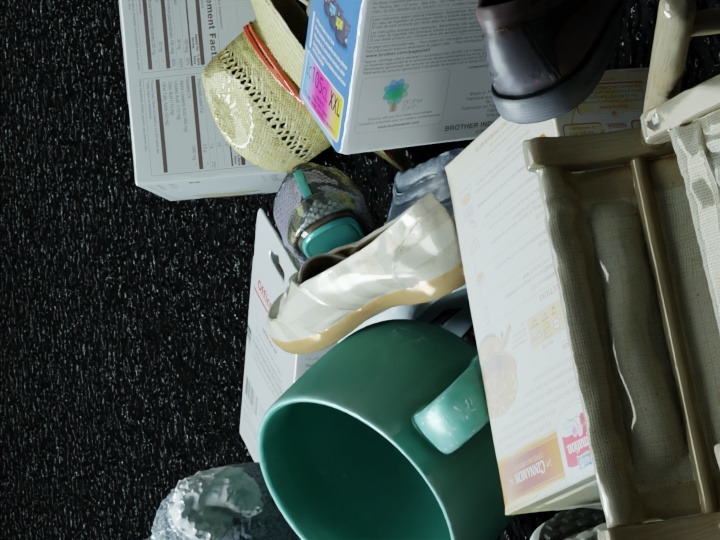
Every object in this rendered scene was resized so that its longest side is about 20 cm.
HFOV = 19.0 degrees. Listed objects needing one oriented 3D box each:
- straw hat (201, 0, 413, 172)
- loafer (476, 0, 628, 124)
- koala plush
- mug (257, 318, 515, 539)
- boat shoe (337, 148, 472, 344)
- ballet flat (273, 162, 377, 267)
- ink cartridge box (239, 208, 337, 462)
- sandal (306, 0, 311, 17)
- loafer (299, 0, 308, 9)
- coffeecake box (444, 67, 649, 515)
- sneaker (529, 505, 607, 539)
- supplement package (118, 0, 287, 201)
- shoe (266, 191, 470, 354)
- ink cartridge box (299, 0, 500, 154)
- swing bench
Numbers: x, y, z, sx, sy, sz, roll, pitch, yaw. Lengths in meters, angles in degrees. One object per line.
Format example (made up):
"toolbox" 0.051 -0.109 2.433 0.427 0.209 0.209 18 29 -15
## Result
"straw hat" -0.054 -0.114 1.408 0.202 0.085 0.201 52 -172 -11
"loafer" 0.100 -0.154 1.036 0.063 0.071 0.201 60 -145 -32
"koala plush" -0.054 0.176 1.466 0.177 0.198 0.185 126 136 -62
"mug" 0.041 0.107 1.288 0.184 0.114 0.153 4 124 44
"boat shoe" 0.038 -0.005 1.371 0.200 0.070 0.092 -37 59 59
"ballet flat" -0.014 -0.018 1.430 0.201 0.071 0.073 65 -170 -65
"ink cartridge box" -0.038 0.064 1.592 0.116 0.066 0.202 -123 33 -54
"sandal" -0.036 -0.220 1.323 0.201 0.053 0.081 -96 17 -51
"loafer" -0.017 -0.211 1.435 0.076 0.068 0.200 -58 14 -12
"coffeecake box" 0.117 0.015 1.134 0.153 0.072 0.202 139 124 -66
"sneaker" 0.146 0.197 1.099 0.200 0.075 0.082 -127 24 -50
"supplement package" -0.106 -0.137 1.586 0.200 0.110 0.157 25 -121 -87
"shoe" 0.000 0.000 1.286 0.054 0.070 0.199 52 144 -12
"ink cartridge box" 0.048 -0.174 1.193 0.076 0.135 0.201 -125 36 -45
"swing bench" 0.169 0.004 0.913 0.200 0.129 0.201 128 133 -70
